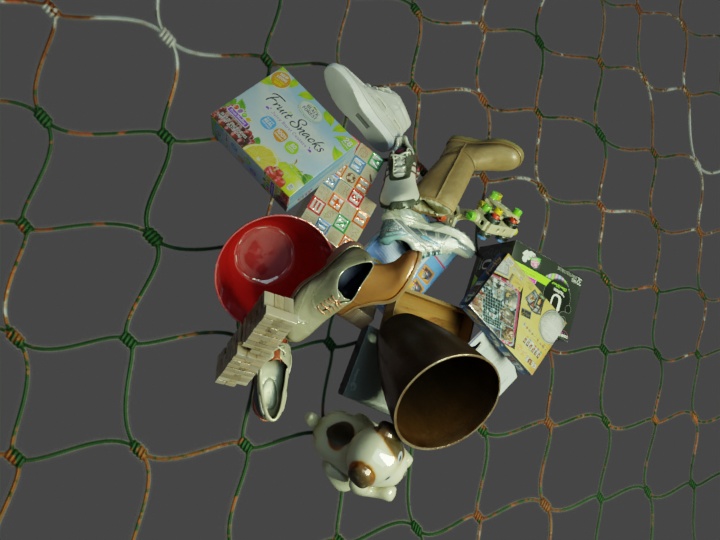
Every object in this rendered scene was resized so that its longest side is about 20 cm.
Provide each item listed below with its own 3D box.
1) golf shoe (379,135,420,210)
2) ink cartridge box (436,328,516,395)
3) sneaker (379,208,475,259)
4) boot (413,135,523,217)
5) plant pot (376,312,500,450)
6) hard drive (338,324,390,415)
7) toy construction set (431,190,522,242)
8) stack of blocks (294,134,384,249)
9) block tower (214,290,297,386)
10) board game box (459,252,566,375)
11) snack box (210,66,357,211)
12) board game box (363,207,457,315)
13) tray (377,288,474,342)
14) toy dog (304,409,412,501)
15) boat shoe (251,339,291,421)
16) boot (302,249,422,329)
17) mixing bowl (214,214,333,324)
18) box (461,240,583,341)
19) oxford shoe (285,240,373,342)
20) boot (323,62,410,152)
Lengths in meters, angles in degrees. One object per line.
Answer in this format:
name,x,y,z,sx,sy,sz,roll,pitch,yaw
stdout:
golf shoe,0.070,-0.179,1.071,0.077,0.200,0.088,-5,123,9
ink cartridge box,0.225,0.204,1.143,0.199,0.041,0.201,-38,128,-23
sneaker,0.125,-0.052,1.107,0.199,0.078,0.087,20,81,-12
boot,0.211,-0.182,1.141,0.200,0.174,0.066,-56,145,-32
plant pot,0.104,0.163,0.974,0.186,0.200,0.188,-10,121,-18
hard drive,0.067,0.209,1.113,0.199,0.033,0.140,27,75,-21
toy construction set,0.250,-0.112,1.175,0.199,0.092,0.131,-8,45,-32
stack of blocks,-0.032,-0.139,1.081,0.115,0.059,0.201,33,72,-19
block tower,-0.170,0.113,0.921,0.054,0.200,0.058,20,42,-26
board game box,0.295,0.084,1.097,0.200,0.035,0.136,47,71,-16
snack box,-0.133,-0.233,1.005,0.169,0.068,0.200,-41,85,-21
board game box,0.083,-0.018,1.138,0.200,0.037,0.151,-47,105,-23
tray,0.134,0.105,1.121,0.199,0.037,0.099,20,81,-31
toy dog,0.007,0.304,0.984,0.139,0.200,0.194,-43,104,-23
boat shoe,-0.154,0.160,0.997,0.071,0.063,0.201,8,81,-23
boot,0.000,0.000,1.036,0.155,0.200,0.077,39,29,-13
mixing bowl,-0.153,-0.012,0.969,0.199,0.108,0.201,-8,114,-19
box,0.342,0.047,1.208,0.199,0.124,0.149,25,75,-23
oxford shoe,-0.056,0.042,0.925,0.071,0.074,0.200,34,96,-31
boot,0.017,-0.336,1.123,0.200,0.073,0.096,51,61,-22
